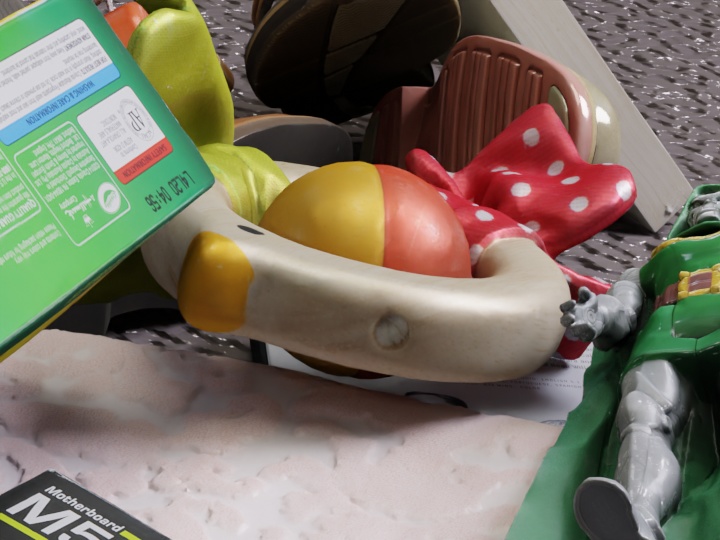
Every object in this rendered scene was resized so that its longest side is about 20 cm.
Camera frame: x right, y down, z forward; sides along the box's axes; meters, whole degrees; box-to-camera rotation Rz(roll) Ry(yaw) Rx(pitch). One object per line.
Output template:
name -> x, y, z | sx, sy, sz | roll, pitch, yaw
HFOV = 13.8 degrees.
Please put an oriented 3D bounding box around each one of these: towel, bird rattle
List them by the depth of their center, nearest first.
towel -> -0.038, 0.078, 0.792 | 0.199, 0.032, 0.191 | 11, 28, 13
bird rattle -> 0.000, 0.000, 0.894 | 0.199, 0.113, 0.163 | 20, 15, -15

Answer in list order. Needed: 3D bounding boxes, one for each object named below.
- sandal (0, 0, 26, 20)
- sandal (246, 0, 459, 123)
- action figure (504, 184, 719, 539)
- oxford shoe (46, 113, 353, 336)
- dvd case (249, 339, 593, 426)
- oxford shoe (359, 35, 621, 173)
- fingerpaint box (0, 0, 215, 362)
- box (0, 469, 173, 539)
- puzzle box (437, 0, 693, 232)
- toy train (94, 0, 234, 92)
sandal -> -0.149, -0.042, 1.027 | 0.054, 0.082, 0.200 | -5, 18, 22
sandal -> -0.005, -0.097, 1.146 | 0.081, 0.055, 0.200 | -17, -6, 2
action figure -> 0.095, 0.025, 0.817 | 0.118, 0.055, 0.200 | -9, 22, 11
oxford shoe -> -0.080, -0.024, 1.025 | 0.071, 0.072, 0.200 | 28, 29, 33
dvd case -> 0.045, 0.056, 0.934 | 0.149, 0.025, 0.200 | 5, 21, -7
oxford shoe -> 0.060, -0.042, 1.068 | 0.073, 0.071, 0.200 | 8, -2, -17
fingerpaint box -> -0.148, 0.020, 0.758 | 0.073, 0.167, 0.200 | 54, 24, -4
box -> -0.067, 0.132, 0.616 | 0.199, 0.048, 0.193 | 26, 33, 33
puzzle box -> 0.045, -0.108, 1.179 | 0.025, 0.200, 0.133 | -43, 38, -6
toy train -> -0.099, -0.122, 1.104 | 0.055, 0.200, 0.151 | -26, 61, 7
